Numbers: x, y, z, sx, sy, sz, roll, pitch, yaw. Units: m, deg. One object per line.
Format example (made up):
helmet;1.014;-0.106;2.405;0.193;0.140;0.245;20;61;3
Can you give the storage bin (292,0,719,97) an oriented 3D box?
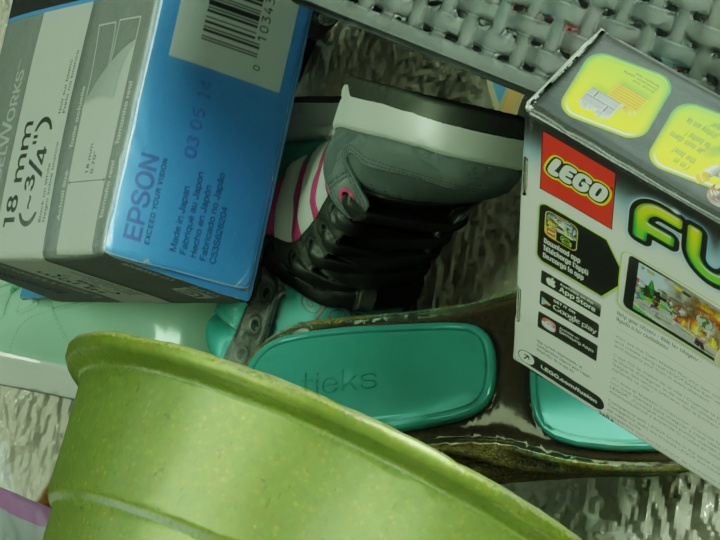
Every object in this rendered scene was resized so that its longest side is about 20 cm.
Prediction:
storage bin;0.086;-0.092;0.784;0.199;0.135;0.094;24;102;35

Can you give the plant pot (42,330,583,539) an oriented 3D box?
plant pot;-0.041;0.149;0.816;0.200;0.200;0.191;1;61;55

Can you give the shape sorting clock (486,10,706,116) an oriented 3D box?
shape sorting clock;0.100;-0.118;0.906;0.200;0.039;0.201;-27;56;48

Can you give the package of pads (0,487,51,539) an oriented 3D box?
package of pads;-0.181;0.172;1.112;0.200;0.120;0.076;-51;24;30

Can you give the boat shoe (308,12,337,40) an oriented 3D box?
boat shoe;0.024;-0.168;1.011;0.200;0.068;0.072;-48;19;21

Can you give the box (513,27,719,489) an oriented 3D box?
box;0.128;0.030;0.679;0.200;0.035;0.110;33;149;23

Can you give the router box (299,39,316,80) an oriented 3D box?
router box;-0.058;-0.189;1.146;0.200;0.052;0.158;42;112;53

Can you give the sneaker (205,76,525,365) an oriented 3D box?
sneaker;0.000;0.000;0.941;0.200;0.083;0.121;178;104;-74

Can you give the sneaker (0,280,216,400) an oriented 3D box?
sneaker;-0.106;-0.004;1.120;0.200;0.074;0.119;8;90;46

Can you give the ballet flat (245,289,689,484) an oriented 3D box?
ballet flat;0.058;0.040;0.868;0.199;0.071;0.071;-5;70;22

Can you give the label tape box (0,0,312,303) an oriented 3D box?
label tape box;-0.097;-0.064;1.001;0.200;0.063;0.145;-2;74;59
